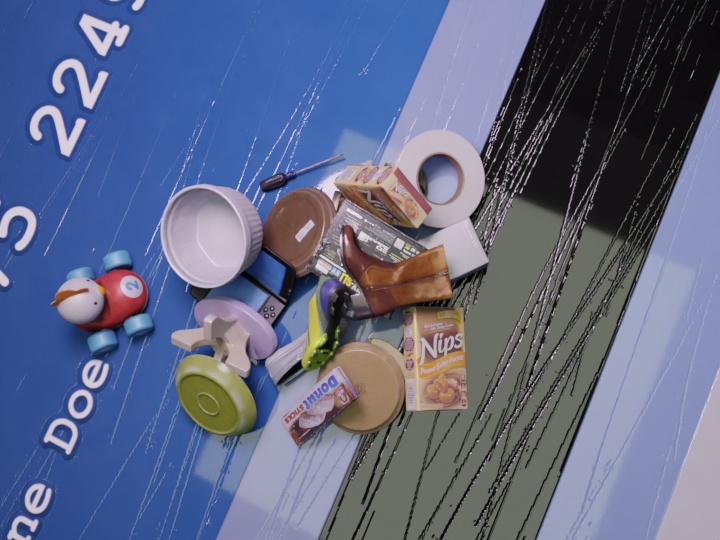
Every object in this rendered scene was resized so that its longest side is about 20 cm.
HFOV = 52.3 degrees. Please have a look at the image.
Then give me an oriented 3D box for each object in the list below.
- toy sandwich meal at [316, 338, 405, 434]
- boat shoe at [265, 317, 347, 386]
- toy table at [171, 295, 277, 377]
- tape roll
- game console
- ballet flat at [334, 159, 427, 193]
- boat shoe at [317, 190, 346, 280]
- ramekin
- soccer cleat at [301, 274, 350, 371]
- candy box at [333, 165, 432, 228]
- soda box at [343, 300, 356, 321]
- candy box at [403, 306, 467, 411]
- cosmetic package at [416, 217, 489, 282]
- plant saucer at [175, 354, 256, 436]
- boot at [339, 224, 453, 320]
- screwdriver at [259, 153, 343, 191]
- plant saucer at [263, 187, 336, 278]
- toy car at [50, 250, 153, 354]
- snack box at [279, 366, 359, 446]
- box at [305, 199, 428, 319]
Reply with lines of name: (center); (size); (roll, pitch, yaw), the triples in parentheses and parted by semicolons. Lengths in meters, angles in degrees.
toy sandwich meal: (0.006, 0.232, 1.504); (0.201, 0.070, 0.209); (0, 92, 8)
boat shoe: (-0.104, 0.173, 1.517); (0.199, 0.070, 0.072); (-33, 61, 8)
toy table: (-0.282, 0.144, 1.500); (0.197, 0.117, 0.187); (11, 123, 24)
tape roll: (0.160, -0.189, 1.522); (0.199, 0.037, 0.207); (0, 92, -14)
game console: (-0.251, 0.024, 1.539); (0.199, 0.119, 0.173); (35, 80, 12)
ballet flat: (0.045, -0.201, 1.570); (0.196, 0.068, 0.076); (5, 60, 3)
boat shoe: (-0.042, -0.067, 1.550); (0.067, 0.072, 0.204); (12, 87, 4)
ramekin: (-0.289, -0.074, 1.467); (0.197, 0.105, 0.204); (5, 103, 20)
soccer cleat: (-0.078, 0.103, 1.444); (0.083, 0.064, 0.203); (38, 119, 39)
candy box: (0.040, -0.148, 1.448); (0.115, 0.199, 0.056); (46, 76, -27)
soda box: (0.000, 0.000, 1.534); (0.063, 0.068, 0.203); (22, 84, 11)
candy box: (0.149, 0.176, 1.464); (0.114, 0.055, 0.204); (3, 81, -24)
cosmetic package: (0.156, -0.017, 1.508); (0.198, 0.090, 0.108); (-27, 81, 6)
plant saucer: (-0.303, 0.263, 1.490); (0.197, 0.031, 0.203); (14, 124, 22)
boot: (0.066, -0.016, 1.394); (0.197, 0.068, 0.191); (-15, 86, 3)
screwdriver: (-0.129, -0.218, 1.612); (0.197, 0.029, 0.028); (-20, 79, 1)
plant saucer: (-0.136, -0.084, 1.546); (0.197, 0.029, 0.204); (-11, 68, 30)
toy car: (-0.557, 0.058, 1.536); (0.175, 0.200, 0.187); (-23, 79, 3)
snack box: (-0.085, 0.275, 1.475); (0.200, 0.024, 0.072); (-45, 74, 34)
box: (0.014, -0.022, 1.456); (0.198, 0.049, 0.161); (30, 92, 5)
